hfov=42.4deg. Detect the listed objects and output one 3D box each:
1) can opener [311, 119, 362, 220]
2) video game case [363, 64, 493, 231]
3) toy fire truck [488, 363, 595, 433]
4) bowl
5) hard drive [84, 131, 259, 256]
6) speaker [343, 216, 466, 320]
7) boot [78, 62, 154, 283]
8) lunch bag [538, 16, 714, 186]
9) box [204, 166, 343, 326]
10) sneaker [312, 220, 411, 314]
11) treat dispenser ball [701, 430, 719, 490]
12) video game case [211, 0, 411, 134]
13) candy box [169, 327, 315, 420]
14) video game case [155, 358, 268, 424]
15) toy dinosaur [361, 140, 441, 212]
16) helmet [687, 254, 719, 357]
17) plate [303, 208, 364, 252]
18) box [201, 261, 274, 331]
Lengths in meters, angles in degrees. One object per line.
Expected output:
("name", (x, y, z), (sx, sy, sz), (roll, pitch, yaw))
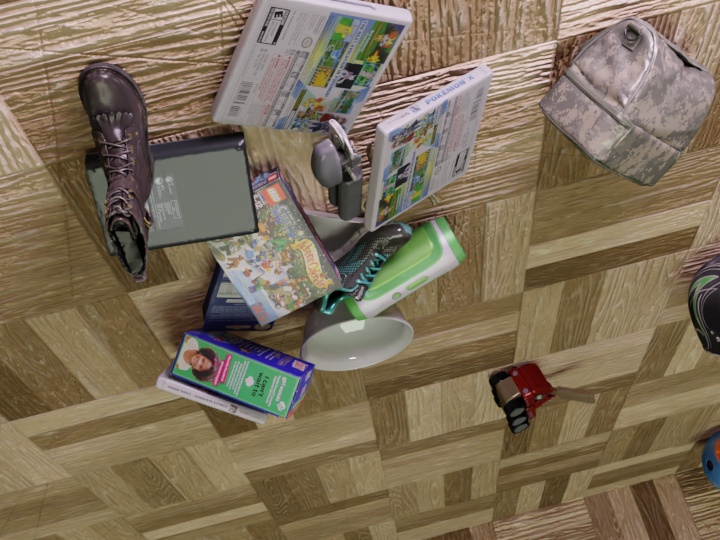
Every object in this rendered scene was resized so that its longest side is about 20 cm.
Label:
("can opener", (-0.035, -0.119, 1.184), (0.066, 0.054, 0.200), (-30, 161, -13))
("video game case", (0.085, -0.157, 1.217), (0.181, 0.022, 0.201), (-33, 155, -24))
("toy fire truck", (0.410, 0.276, 2.087), (0.198, 0.129, 0.176), (-28, 149, -1))
("bowl", (-0.014, 0.090, 1.591), (0.198, 0.091, 0.202), (-11, 151, -6))
("hard drive", (-0.236, -0.096, 1.185), (0.197, 0.033, 0.141), (-9, 126, -6))
("speaker", (0.063, -0.002, 1.456), (0.199, 0.089, 0.089), (-31, 148, 6))
("boot", (-0.265, -0.110, 1.035), (0.068, 0.175, 0.202), (-12, 130, -2))
("lunch bag", (0.355, -0.220, 1.198), (0.199, 0.140, 0.168), (15, 122, -45))
("box", (-0.128, -0.030, 1.296), (0.135, 0.038, 0.201), (-26, 124, 7))
("sneaker", (0.000, 0.000, 1.385), (0.199, 0.092, 0.077), (-32, 148, 26))
("treat dispenser ball", (1.150, 0.584, 2.842), (0.198, 0.203, 0.202), (-11, 150, -6))
("video game case", (-0.061, -0.237, 1.081), (0.180, 0.022, 0.200), (2, 145, -27))
("candy box", (-0.184, 0.160, 1.494), (0.198, 0.078, 0.169), (19, -178, 5))
("video game case", (-0.233, 0.193, 1.529), (0.180, 0.024, 0.200), (19, -176, -4))
("toy dinosaur", (0.034, -0.131, 1.304), (0.101, 0.058, 0.199), (-44, 143, 16))
("helmet", (0.725, 0.056, 1.777), (0.197, 0.193, 0.200), (-7, -171, 1))
("plate", (-0.092, -0.035, 1.408), (0.198, 0.033, 0.200), (7, 144, -33))
("box", (-0.173, 0.033, 1.424), (0.120, 0.033, 0.201), (1, 146, -21))
